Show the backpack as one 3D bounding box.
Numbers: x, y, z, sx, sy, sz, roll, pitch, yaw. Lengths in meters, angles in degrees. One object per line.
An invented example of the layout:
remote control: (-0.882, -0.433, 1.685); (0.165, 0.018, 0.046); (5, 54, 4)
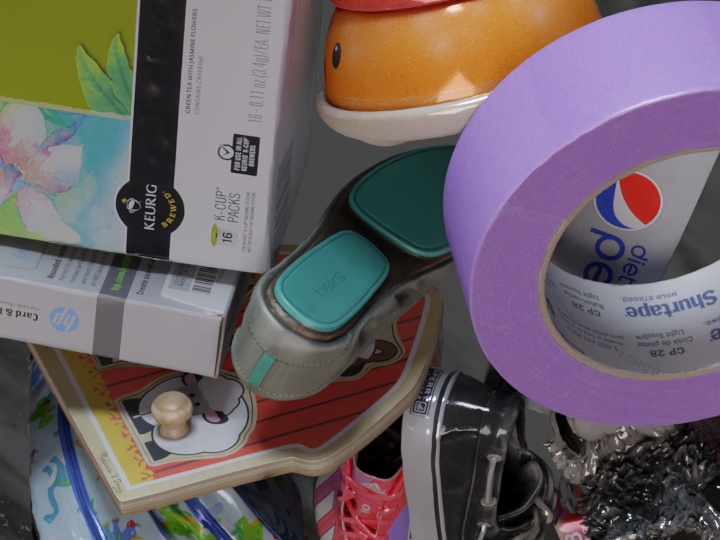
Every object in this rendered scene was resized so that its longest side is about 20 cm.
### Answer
backpack: (-0.101, 0.116, 1.440); (0.153, 0.200, 0.163); (-23, 115, 22)

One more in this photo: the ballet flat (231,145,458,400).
ballet flat: (0.000, 0.000, 1.365); (0.067, 0.200, 0.064); (39, 130, 10)

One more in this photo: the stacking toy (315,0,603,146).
stacking toy: (0.031, -0.169, 1.298); (0.146, 0.146, 0.201); (-10, 107, 15)

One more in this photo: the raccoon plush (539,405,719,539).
raccoon plush: (0.147, 0.125, 1.387); (0.096, 0.134, 0.200); (-19, 133, 3)

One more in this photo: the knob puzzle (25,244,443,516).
knob puzzle: (-0.053, 0.033, 1.395); (0.219, 0.220, 0.031); (2, 125, 8)

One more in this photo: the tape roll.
tape roll: (0.140, -0.022, 1.271); (0.199, 0.066, 0.200); (-7, 132, -7)

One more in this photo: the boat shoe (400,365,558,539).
boat shoe: (0.067, 0.116, 1.457); (0.068, 0.074, 0.200); (11, 145, 15)

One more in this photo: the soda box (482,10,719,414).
soda box: (0.123, -0.023, 1.396); (0.063, 0.068, 0.200); (20, 122, -2)

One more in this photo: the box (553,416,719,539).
box: (0.180, 0.175, 1.493); (0.099, 0.096, 0.200); (-14, 118, 16)

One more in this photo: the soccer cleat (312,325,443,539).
soccer cleat: (0.008, 0.110, 1.494); (0.068, 0.073, 0.200); (8, 123, 3)

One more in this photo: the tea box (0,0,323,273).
tea box: (-0.119, -0.126, 1.334); (0.196, 0.134, 0.200); (9, 122, 5)

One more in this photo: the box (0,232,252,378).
box: (-0.151, -0.020, 1.392); (0.199, 0.156, 0.041); (11, 121, 2)
